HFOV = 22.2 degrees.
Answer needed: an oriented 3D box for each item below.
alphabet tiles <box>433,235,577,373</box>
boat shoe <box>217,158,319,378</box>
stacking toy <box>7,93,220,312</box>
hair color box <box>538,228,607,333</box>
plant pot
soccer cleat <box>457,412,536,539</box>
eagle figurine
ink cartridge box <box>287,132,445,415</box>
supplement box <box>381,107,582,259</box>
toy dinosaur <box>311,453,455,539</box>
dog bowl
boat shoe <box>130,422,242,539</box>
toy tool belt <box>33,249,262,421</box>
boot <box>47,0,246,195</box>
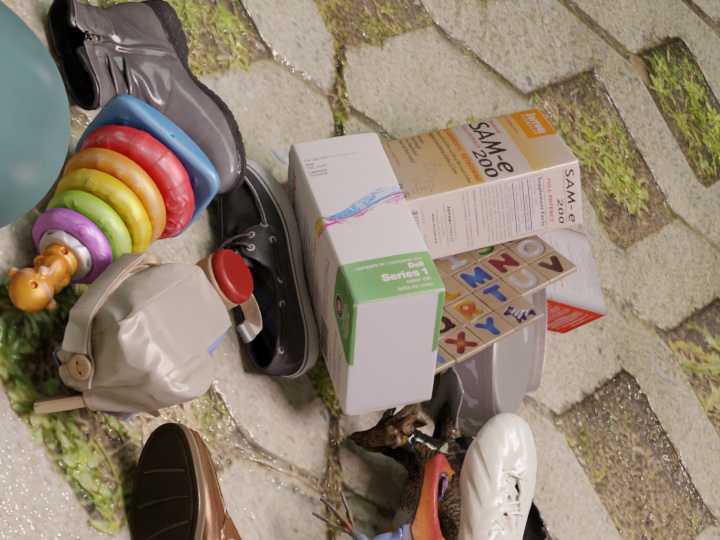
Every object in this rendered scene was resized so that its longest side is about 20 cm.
[{"bbox_3d":[0.093,0.014,1.701,0.200,0.167,0.008,-26,132,-23],"label":"alphabet tiles"},{"bbox_3d":[-0.094,-0.002,1.599,0.066,0.070,0.201,-2,77,-55],"label":"boat shoe"},{"bbox_3d":[-0.212,-0.031,1.437,0.116,0.110,0.200,41,48,-6],"label":"stacking toy"},{"bbox_3d":[0.178,-0.001,1.966,0.200,0.061,0.102,16,55,-49],"label":"hair color box"},{"bbox_3d":[-0.299,-0.110,1.284,0.161,0.200,0.201,25,48,-61],"label":"plant pot"},{"bbox_3d":[0.109,0.216,1.520,0.069,0.078,0.201,20,81,-16],"label":"soccer cleat"},{"bbox_3d":[0.080,0.205,1.643,0.200,0.151,0.152,43,27,-10],"label":"eagle figurine"},{"bbox_3d":[0.000,0.000,1.592,0.084,0.145,0.200,-10,48,-13],"label":"ink cartridge box"},{"bbox_3d":[0.098,-0.080,1.755,0.126,0.199,0.074,-117,-164,-57],"label":"supplement box"},{"bbox_3d":[0.057,0.243,1.483,0.105,0.200,0.182,32,80,-49],"label":"toy dinosaur"},{"bbox_3d":[0.130,0.070,1.785,0.200,0.058,0.201,5,90,-71],"label":"dog bowl"},{"bbox_3d":[-0.125,0.217,1.404,0.068,0.072,0.201,9,72,-51],"label":"boat shoe"},{"bbox_3d":[-0.170,0.050,1.422,0.125,0.123,0.200,60,25,-9],"label":"toy tool belt"},{"bbox_3d":[-0.189,-0.144,1.573,0.131,0.070,0.200,-13,68,-53],"label":"boot"}]
